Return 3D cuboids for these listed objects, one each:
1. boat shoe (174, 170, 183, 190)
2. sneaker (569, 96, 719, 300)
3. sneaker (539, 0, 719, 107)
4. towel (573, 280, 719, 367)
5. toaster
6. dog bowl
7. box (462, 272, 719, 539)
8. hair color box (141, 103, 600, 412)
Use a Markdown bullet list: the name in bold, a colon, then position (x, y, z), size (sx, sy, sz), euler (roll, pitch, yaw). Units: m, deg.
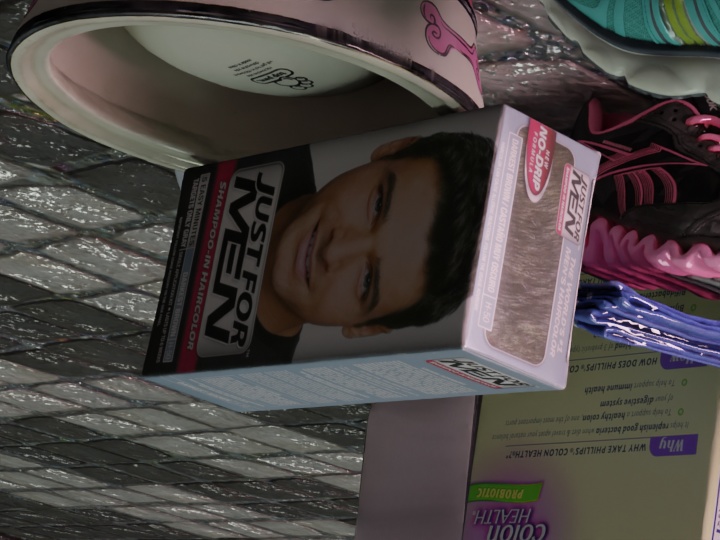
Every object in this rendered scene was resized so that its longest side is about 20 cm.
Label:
- **boat shoe**: position (0.003, -0.026, 1.119), size (0.201, 0.075, 0.086), euler (30, -148, 11)
- **sneaker**: position (0.145, -0.037, 0.938), size (0.079, 0.096, 0.200), euler (22, 175, -32)
- **sneaker**: position (0.132, -0.102, 0.737), size (0.077, 0.080, 0.200), euler (-27, -149, -25)
- **towel**: position (0.120, 0.016, 0.990), size (0.144, 0.024, 0.200), euler (15, -177, -25)
- **toaster**: position (0.095, 0.188, 1.599), size (0.118, 0.201, 0.181), euler (-8, 158, 36)
- **dog bowl**: position (-0.041, -0.098, 0.894), size (0.199, 0.074, 0.200), euler (9, 164, 2)
- **box**: position (0.156, 0.077, 1.157), size (0.096, 0.201, 0.176), euler (22, 160, -37)
- **hair color box**: position (0.000, 0.000, 0.893), size (0.061, 0.099, 0.200), euler (23, 159, -39)
